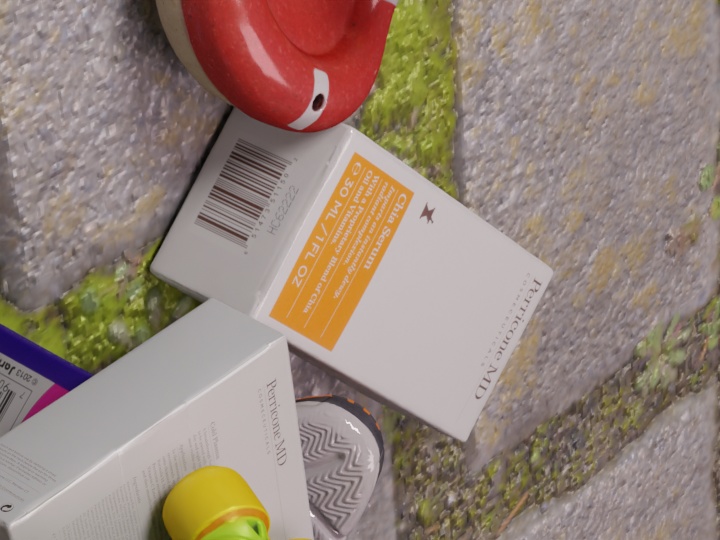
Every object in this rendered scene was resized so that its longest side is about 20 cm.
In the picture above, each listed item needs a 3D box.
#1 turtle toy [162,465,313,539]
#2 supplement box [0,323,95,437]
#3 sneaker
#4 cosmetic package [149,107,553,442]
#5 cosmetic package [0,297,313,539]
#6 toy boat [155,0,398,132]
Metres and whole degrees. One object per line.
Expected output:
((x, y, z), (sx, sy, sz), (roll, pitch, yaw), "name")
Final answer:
((-0.049, 0.158, 1.091), (0.101, 0.146, 0.200), (-40, 141, 4), "turtle toy")
((-0.161, 0.133, 1.207), (0.200, 0.101, 0.103), (-60, 143, -6), "supplement box")
((-0.046, 0.098, 1.306), (0.200, 0.078, 0.112), (-40, -175, 38), "sneaker")
((0.000, 0.000, 1.350), (0.200, 0.071, 0.102), (31, 85, -53), "cosmetic package")
((-0.087, 0.133, 1.169), (0.151, 0.052, 0.200), (-32, 132, -33), "cosmetic package")
((0.004, -0.153, 1.218), (0.130, 0.131, 0.200), (17, 96, -52), "toy boat")
